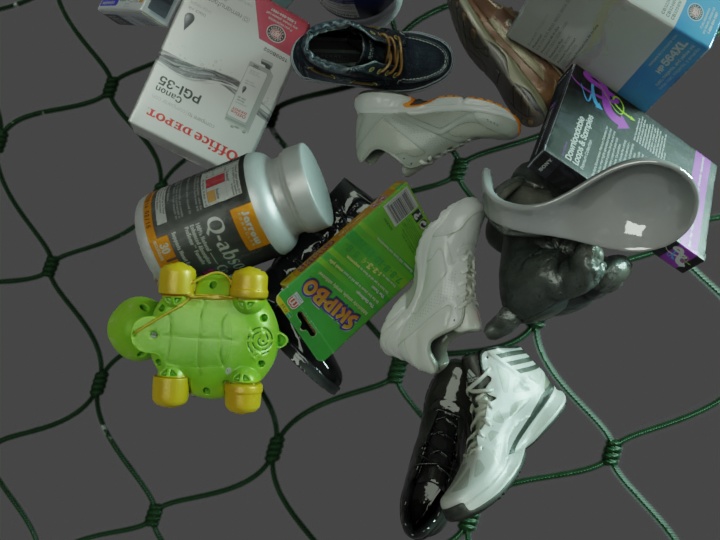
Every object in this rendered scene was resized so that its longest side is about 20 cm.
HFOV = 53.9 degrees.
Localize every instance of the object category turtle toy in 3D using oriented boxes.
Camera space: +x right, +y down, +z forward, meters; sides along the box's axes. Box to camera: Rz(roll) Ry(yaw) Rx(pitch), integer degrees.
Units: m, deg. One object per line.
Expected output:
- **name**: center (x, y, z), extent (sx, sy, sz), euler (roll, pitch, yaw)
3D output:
- **turtle toy**: center (-0.173, 0.066, 0.745), extent (0.196, 0.101, 0.149), euler (4, 90, 2)

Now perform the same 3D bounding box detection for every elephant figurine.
- **elephant figurine**: center (0.193, -0.055, 0.770), extent (0.153, 0.142, 0.203), euler (-10, 70, -33)

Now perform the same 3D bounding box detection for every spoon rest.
- **spoon rest**: center (0.206, -0.060, 0.657), extent (0.197, 0.100, 0.061), euler (4, 42, 22)

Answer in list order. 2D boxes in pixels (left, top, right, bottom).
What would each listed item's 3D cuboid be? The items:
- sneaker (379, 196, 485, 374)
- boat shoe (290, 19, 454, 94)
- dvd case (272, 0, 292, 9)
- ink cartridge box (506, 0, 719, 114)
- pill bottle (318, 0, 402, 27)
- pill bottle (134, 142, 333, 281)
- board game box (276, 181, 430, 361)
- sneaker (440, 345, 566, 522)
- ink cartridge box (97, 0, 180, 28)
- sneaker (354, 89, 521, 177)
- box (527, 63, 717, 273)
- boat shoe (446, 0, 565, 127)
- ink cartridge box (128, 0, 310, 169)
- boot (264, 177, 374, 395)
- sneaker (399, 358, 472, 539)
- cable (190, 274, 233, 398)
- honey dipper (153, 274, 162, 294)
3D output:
- **sneaker**: center (0.102, 0.022, 0.775), extent (0.099, 0.077, 0.203), euler (30, 106, 33)
- **boat shoe**: center (0.023, -0.239, 0.797), extent (0.196, 0.091, 0.072), euler (-4, 99, -13)
- **dvd case**: center (-0.076, -0.421, 0.837), extent (0.022, 0.146, 0.201), euler (39, 91, 30)
- **ink cartridge box**: center (0.259, -0.287, 0.735), extent (0.198, 0.125, 0.130), euler (31, 70, 0)
- **pill bottle**: center (-0.009, -0.351, 0.788), extent (0.113, 0.200, 0.118), euler (-1, 85, 10)
- **pill bottle**: center (-0.137, -0.061, 0.782), extent (0.197, 0.116, 0.118), euler (-19, 81, 11)
- **board game box**: center (0.000, 0.000, 0.782), extent (0.200, 0.030, 0.096), euler (-43, 115, -20)
- **sneaker**: center (0.122, 0.154, 0.734), extent (0.116, 0.076, 0.200), euler (50, 56, -1)
- **ink cartridge box**: center (-0.237, -0.394, 0.857), extent (0.197, 0.043, 0.203), euler (29, 93, 53)
- **sneaker**: center (0.085, -0.152, 0.822), extent (0.196, 0.076, 0.094), euler (7, 93, 19)
- **box**: center (0.275, -0.108, 0.730), extent (0.198, 0.036, 0.144), euler (34, 56, -8)
- **boat shoe**: center (0.169, -0.263, 0.815), extent (0.071, 0.076, 0.202), euler (-33, 87, -1)
- **ink cartridge box**: center (-0.166, -0.227, 0.839), extent (0.145, 0.083, 0.203), euler (25, 88, -15)
- **boot**: center (-0.024, 0.018, 0.828), extent (0.165, 0.066, 0.200), euler (44, 82, -2)
- **sneaker**: center (0.090, 0.197, 0.770), extent (0.075, 0.091, 0.204), euler (12, 85, 13)
- **cable**: center (-0.162, 0.052, 0.849), extent (0.095, 0.050, 0.204), euler (7, 87, 17)
- **honey dipper**: center (-0.180, 0.079, 0.816), extent (0.038, 0.038, 0.201), euler (-36, 70, 5)
